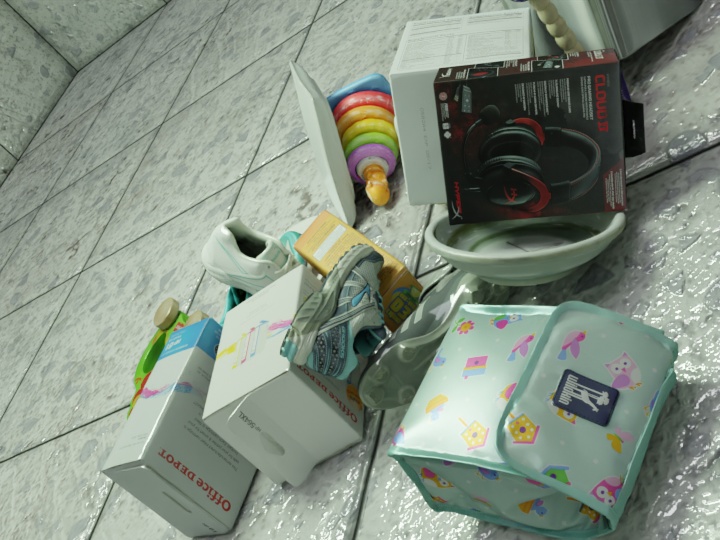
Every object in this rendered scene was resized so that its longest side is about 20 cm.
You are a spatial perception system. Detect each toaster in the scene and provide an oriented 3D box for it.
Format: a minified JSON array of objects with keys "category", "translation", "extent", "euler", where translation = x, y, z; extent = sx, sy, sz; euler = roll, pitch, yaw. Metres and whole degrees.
[{"category":"toaster","translation":[0.280,-0.330,1.251],"extent":[0.199,0.119,0.180],"euler":[-35,21,-23]}]

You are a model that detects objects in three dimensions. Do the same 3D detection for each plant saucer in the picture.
[{"category":"plant saucer","translation":[0.164,-0.026,1.053],"extent":[0.198,0.051,0.200],"euler":[-7,19,2]}]

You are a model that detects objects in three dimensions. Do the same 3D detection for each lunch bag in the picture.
[{"category":"lunch bag","translation":[0.147,0.118,0.859],"extent":[0.199,0.122,0.171],"euler":[-1,47,44]}]

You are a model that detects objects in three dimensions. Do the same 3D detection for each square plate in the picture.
[{"category":"square plate","translation":[-0.049,-0.180,1.485],"extent":[0.028,0.202,0.198],"euler":[-19,28,-5]}]

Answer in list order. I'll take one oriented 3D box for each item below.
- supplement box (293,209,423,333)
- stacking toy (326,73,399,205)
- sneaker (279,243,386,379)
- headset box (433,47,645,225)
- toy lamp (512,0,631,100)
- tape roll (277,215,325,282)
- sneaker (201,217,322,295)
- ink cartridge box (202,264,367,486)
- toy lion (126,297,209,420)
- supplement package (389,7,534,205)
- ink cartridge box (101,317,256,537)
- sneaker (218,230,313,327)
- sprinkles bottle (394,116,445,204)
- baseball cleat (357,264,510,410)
[{"category":"supplement box","translation":[0.000,0.000,1.249],"extent":[0.069,0.067,0.200],"euler":[-49,37,-6]},{"category":"stacking toy","translation":[0.016,-0.164,1.475],"extent":[0.109,0.116,0.201],"euler":[-25,47,20]},{"category":"sneaker","translation":[-0.010,0.048,1.100],"extent":[0.200,0.086,0.078],"euler":[-53,-7,-51]},{"category":"headset box","translation":[0.180,-0.133,1.047],"extent":[0.198,0.150,0.075],"euler":[-4,21,11]},{"category":"toy lamp","translation":[0.230,-0.241,1.145],"extent":[0.058,0.200,0.058],"euler":[-33,30,23]},{"category":"tape roll","translation":[-0.091,0.011,1.429],"extent":[0.202,0.037,0.204],"euler":[-33,30,22]},{"category":"sneaker","translation":[-0.099,0.009,1.273],"extent":[0.071,0.199,0.080],"euler":[-62,4,-36]},{"category":"ink cartridge box","translation":[-0.077,0.122,1.158],"extent":[0.125,0.129,0.201],"euler":[-32,31,24]},{"category":"toy lion","translation":[-0.269,0.146,1.481],"extent":[0.193,0.068,0.199],"euler":[-59,29,-9]},{"category":"supplement package","translation":[0.125,-0.189,1.189],"extent":[0.149,0.153,0.200],"euler":[-5,28,11]},{"category":"ink cartridge box","translation":[-0.184,0.181,1.208],"extent":[0.084,0.145,0.201],"euler":[-20,36,39]},{"category":"sneaker","translation":[-0.124,0.024,1.332],"extent":[0.077,0.080,0.201],"euler":[-11,43,47]},{"category":"sprinkles bottle","translation":[0.091,-0.160,1.376],"extent":[0.068,0.068,0.201],"euler":[-38,28,14]},{"category":"baseball cleat","translation":[0.071,0.066,1.109],"extent":[0.199,0.070,0.106],"euler":[-38,20,-8]}]
